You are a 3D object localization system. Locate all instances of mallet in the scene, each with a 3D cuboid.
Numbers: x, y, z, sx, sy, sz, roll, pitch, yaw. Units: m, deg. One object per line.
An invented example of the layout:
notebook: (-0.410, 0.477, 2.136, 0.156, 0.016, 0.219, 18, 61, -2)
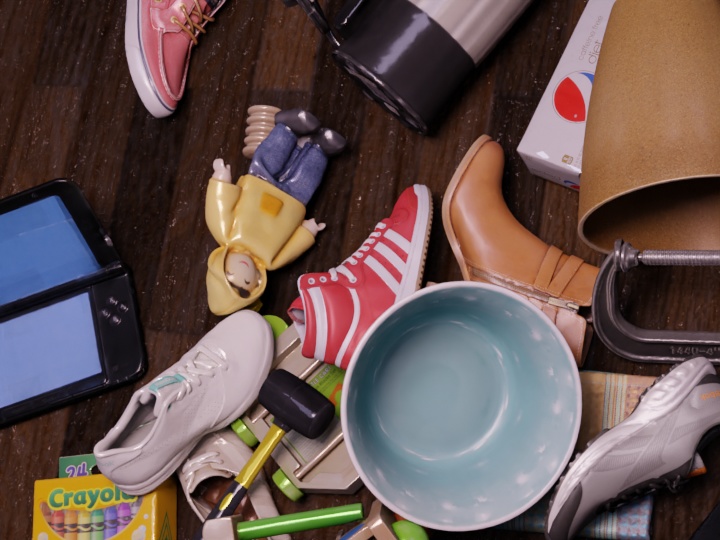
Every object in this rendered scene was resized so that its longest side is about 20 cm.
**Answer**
mallet: (-0.092, 0.185, 1.553, 0.066, 0.041, 0.201, 24, 79, 22)

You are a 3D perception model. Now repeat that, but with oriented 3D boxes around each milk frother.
milk frother: (0.039, -0.263, 1.624, 0.180, 0.200, 0.188, 38, 86, 30)

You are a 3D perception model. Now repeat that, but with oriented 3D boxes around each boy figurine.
boy figurine: (-0.093, -0.053, 1.643, 0.064, 0.124, 0.201, -9, 48, 58)

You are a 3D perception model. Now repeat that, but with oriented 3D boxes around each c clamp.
c clamp: (0.285, 0.008, 1.478, 0.199, 0.172, 0.027, -4, 33, 19)

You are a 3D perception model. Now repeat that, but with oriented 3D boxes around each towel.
towel: (0.158, 0.153, 1.535, 0.199, 0.022, 0.148, 4, 74, 19)

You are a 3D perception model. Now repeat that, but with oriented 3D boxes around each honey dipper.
honey dipper: (-0.102, -0.057, 1.693, 0.038, 0.038, 0.201, 2, 75, 20)

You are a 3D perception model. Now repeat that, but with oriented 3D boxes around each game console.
game console: (-0.324, 0.037, 1.692, 0.199, 0.116, 0.177, -19, 66, 13)

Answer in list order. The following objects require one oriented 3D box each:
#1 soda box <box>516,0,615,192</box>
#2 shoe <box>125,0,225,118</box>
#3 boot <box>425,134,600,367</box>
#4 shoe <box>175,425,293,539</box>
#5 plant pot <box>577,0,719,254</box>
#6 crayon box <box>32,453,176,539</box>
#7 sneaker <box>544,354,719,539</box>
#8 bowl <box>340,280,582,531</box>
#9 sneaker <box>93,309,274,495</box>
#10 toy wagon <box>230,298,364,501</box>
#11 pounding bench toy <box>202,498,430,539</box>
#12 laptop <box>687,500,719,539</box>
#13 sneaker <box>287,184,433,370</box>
soda box: (0.217, -0.172, 1.604, 0.068, 0.064, 0.201, 22, 79, 25)
shoe: (-0.178, -0.252, 1.766, 0.090, 0.071, 0.201, -16, 62, 20)
boot: (0.146, -0.014, 1.574, 0.154, 0.074, 0.201, 10, 82, 20)
shoe: (-0.114, 0.202, 1.594, 0.070, 0.053, 0.200, -38, 64, 4)
plant pot: (0.266, -0.134, 1.490, 0.185, 0.186, 0.201, -9, 70, 16)
crayon box: (-0.233, 0.256, 1.619, 0.125, 0.052, 0.201, -8, 69, 17)
sneaker: (0.230, 0.159, 1.461, 0.200, 0.074, 0.079, -43, 71, 0)
bowl: (0.074, 0.106, 1.476, 0.199, 0.105, 0.202, -1, 94, -10)
sneaker: (-0.156, 0.109, 1.577, 0.075, 0.089, 0.200, 35, 78, 30)
toy wagon: (-0.045, 0.105, 1.613, 0.155, 0.040, 0.200, -43, 63, 1)
pounding bench toy: (-0.015, 0.246, 1.465, 0.156, 0.124, 0.200, -37, 90, 4)
laptop: (0.340, 0.286, 1.429, 0.187, 0.116, 0.201, 32, 113, 26)
sneaker: (0.000, 0.000, 1.585, 0.112, 0.071, 0.201, 11, 57, 2)
